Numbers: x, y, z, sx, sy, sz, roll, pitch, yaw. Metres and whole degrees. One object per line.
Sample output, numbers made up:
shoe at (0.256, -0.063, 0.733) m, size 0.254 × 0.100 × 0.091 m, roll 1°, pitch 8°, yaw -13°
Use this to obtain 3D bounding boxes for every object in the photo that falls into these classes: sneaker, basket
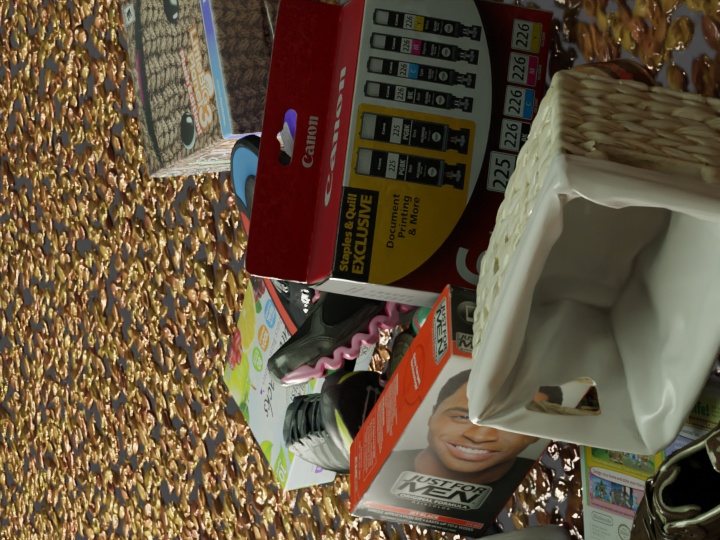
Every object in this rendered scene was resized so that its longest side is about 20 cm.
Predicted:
sneaker at (0.195, 0.131, 1.354) m, size 0.200 × 0.075 × 0.071 m, roll -56°, pitch 48°, yaw 52°
sneaker at (0.000, 0.000, 1.622) m, size 0.095 × 0.200 × 0.079 m, roll 49°, pitch 169°, yaw -2°
basket at (0.148, -0.006, 1.367) m, size 0.124 × 0.135 × 0.200 m, roll -90°, pitch 14°, yaw -50°
sneaker at (-0.021, 0.121, 1.735) m, size 0.200 × 0.081 × 0.074 m, roll 79°, pitch -161°, yaw -71°

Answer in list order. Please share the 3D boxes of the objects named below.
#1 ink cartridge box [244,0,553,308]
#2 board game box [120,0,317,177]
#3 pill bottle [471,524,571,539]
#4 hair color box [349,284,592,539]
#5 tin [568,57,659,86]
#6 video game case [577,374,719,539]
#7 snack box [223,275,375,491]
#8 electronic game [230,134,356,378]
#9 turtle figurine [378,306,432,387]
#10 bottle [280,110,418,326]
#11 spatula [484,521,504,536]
ink cartridge box at (0.025, -0.082, 1.515) m, size 0.084 × 0.175 × 0.201 m, roll 157°, pitch 120°, yaw -76°
board game box at (-0.114, -0.176, 1.921) m, size 0.200 × 0.097 × 0.160 m, roll -19°, pitch 79°, yaw 63°
pill bottle at (0.112, 0.283, 1.572) m, size 0.111 × 0.110 × 0.201 m, roll -32°, pitch 69°, yaw 61°
hair color box at (0.070, 0.098, 1.525) m, size 0.200 × 0.101 × 0.061 m, roll 117°, pitch 159°, yaw -48°
tin at (0.151, -0.044, 1.494) m, size 0.112 × 0.042 × 0.201 m, roll 49°, pitch 138°, yaw 42°
video game case at (0.202, 0.152, 1.459) m, size 0.200 × 0.022 × 0.183 m, roll 11°, pitch 106°, yaw 63°
snack box at (-0.050, 0.064, 1.904) m, size 0.142 × 0.053 × 0.200 m, roll 56°, pitch 143°, yaw 39°
electronic game at (-0.052, -0.009, 1.738) m, size 0.200 × 0.042 × 0.200 m, roll 58°, pitch 163°, yaw 30°
turtle figurine at (0.063, 0.075, 1.640) m, size 0.150 × 0.100 × 0.200 m, roll -117°, pitch 25°, yaw -43°
bottle at (0.001, -0.054, 1.738) m, size 0.065 × 0.083 × 0.201 m, roll 116°, pitch 138°, yaw -57°
spatula at (0.067, 0.165, 1.733) m, size 0.200 × 0.020 × 0.057 m, roll 43°, pitch 133°, yaw 52°
